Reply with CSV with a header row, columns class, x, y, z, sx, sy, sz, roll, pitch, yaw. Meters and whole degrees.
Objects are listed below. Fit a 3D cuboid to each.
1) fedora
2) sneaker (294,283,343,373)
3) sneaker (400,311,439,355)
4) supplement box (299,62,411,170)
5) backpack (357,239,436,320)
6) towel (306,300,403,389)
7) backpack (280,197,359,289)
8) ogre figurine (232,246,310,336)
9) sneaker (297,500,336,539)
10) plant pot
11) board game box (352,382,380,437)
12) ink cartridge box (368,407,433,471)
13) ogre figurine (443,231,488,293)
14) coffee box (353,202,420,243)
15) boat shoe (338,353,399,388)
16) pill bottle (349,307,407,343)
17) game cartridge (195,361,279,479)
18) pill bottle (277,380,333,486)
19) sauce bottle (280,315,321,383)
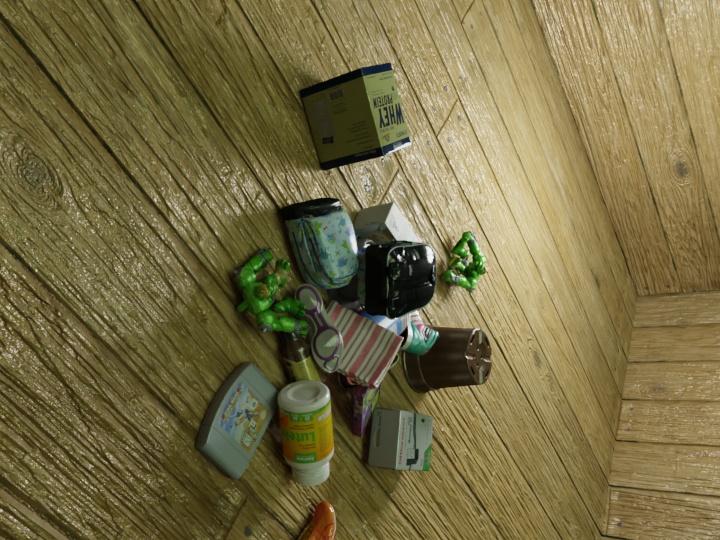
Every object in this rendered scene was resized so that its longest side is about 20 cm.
class,x,y,z,sx,sy,sz,roll,pitch,yaw
fedora,0.000,0.000,1.585,0.176,0.089,0.203,36,57,-43
sneaker,-0.090,0.130,1.425,0.100,0.074,0.203,113,-42,-78
sneaker,0.154,0.152,1.716,0.120,0.084,0.202,31,36,-23
supplement box,-0.011,-0.370,1.544,0.134,0.198,0.203,-30,109,-49
backpack,0.089,0.015,1.503,0.198,0.149,0.181,-12,106,-41
towel,-0.017,0.166,1.457,0.147,0.198,0.030,-57,167,-27
backpack,-0.082,-0.056,1.461,0.162,0.152,0.204,-16,110,-46
ogre figurine,-0.189,0.054,1.321,0.119,0.097,0.204,-18,96,-50
sneaker,-0.107,0.592,1.364,0.077,0.072,0.202,40,50,-29
plant pot,0.251,0.243,1.787,0.199,0.196,0.204,13,74,-51
board game box,0.017,0.301,1.521,0.202,0.032,0.121,93,17,-50
ink cartridge box,0.108,0.438,1.641,0.199,0.082,0.149,26,66,-55
ogre figurine,0.340,-0.020,2.028,0.120,0.098,0.201,41,37,-19
coffee box,0.079,-0.074,1.684,0.201,0.113,0.080,53,46,-35
boat shoe,0.021,0.243,1.596,0.199,0.062,0.073,-16,98,-51
pill bottle,0.026,0.149,1.578,0.199,0.111,0.114,-34,110,-49
game cartridge,-0.241,0.291,1.266,0.134,0.041,0.202,57,44,-35
pill bottle,-0.112,0.347,1.347,0.111,0.110,0.204,-28,121,-51
sauce bottle,-0.135,0.199,1.398,0.064,0.064,0.203,-30,107,-50
